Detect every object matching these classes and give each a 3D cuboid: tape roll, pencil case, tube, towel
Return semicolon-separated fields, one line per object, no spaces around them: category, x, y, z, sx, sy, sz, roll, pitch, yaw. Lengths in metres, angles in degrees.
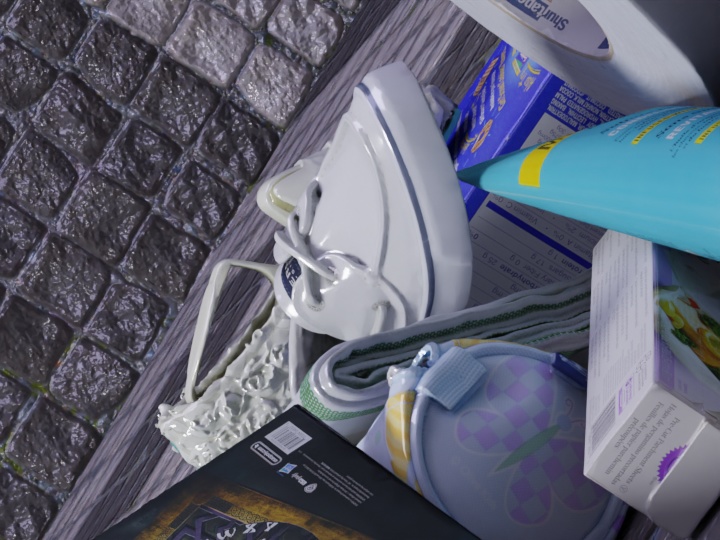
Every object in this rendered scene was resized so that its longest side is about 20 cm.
tape roll;0.067;-0.133;1.033;0.066;0.200;0.200;-53;6;-5
pencil case;0.017;0.093;1.000;0.083;0.091;0.200;-61;7;-30
tube;0.102;-0.033;0.952;0.200;0.077;0.051;-162;61;-70
towel;0.010;0.059;1.105;0.149;0.031;0.200;-13;-17;-29

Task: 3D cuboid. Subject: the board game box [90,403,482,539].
board game box;-0.024;0.116;0.850;0.135;0.028;0.200;-32;30;-16

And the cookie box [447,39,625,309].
cookie box;0.082;-0.050;1.240;0.200;0.075;0.171;-56;8;18

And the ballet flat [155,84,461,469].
ballet flat;-0.025;-0.001;1.222;0.200;0.072;0.072;-63;8;-9

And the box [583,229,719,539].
box;0.100;0.023;0.938;0.041;0.039;0.200;-54;8;19

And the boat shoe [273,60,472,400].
boat shoe;0.000;0.000;1.083;0.065;0.074;0.200;-19;-34;-12
